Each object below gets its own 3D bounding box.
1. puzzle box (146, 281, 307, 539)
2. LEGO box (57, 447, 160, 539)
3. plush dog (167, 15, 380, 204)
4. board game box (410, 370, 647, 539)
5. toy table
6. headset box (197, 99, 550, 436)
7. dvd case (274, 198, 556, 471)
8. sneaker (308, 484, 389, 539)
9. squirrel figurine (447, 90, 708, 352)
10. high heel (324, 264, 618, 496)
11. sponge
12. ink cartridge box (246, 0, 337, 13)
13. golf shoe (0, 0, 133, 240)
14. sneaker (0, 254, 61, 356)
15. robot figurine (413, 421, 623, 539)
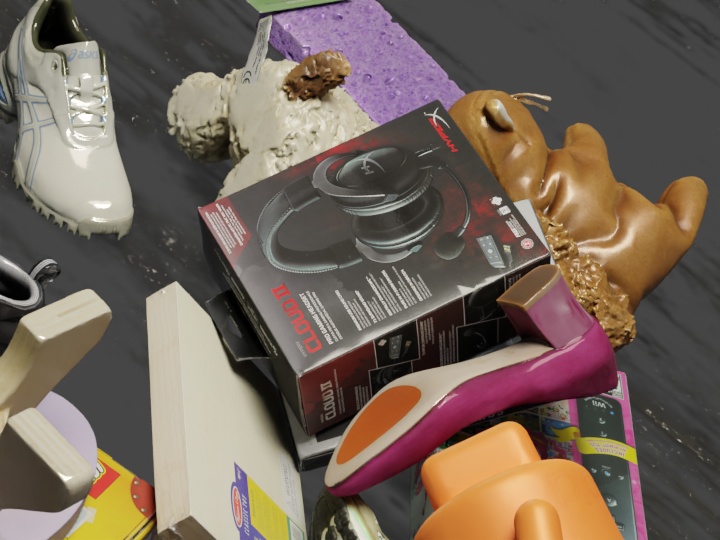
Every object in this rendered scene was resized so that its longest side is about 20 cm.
[{"bbox_3d":[-0.079,0.115,1.190,0.133,0.025,0.201,51,19,-36],"label":"puzzle box"},{"bbox_3d":[-0.221,0.162,1.087,0.148,0.077,0.200,34,39,10],"label":"LEGO box"},{"bbox_3d":[-0.023,-0.078,1.433,0.171,0.160,0.201,26,31,-45],"label":"plush dog"},{"bbox_3d":[0.108,0.138,1.303,0.147,0.064,0.201,15,40,-11],"label":"board game box"},{"bbox_3d":[-0.213,0.083,1.026,0.183,0.118,0.200,35,40,12],"label":"toy table"},{"bbox_3d":[0.000,0.000,1.264,0.199,0.077,0.149,-24,56,-13],"label":"headset box"},{"bbox_3d":[0.039,0.040,1.294,0.199,0.025,0.151,-15,55,-5],"label":"dvd case"},{"bbox_3d":[0.040,0.208,1.182,0.088,0.077,0.201,-14,60,-39],"label":"sneaker"},{"bbox_3d":[0.124,-0.035,1.408,0.187,0.141,0.201,44,44,-19],"label":"squirrel figurine"},{"bbox_3d":[0.073,0.092,1.200,0.200,0.096,0.067,-38,23,-10],"label":"high heel"},{"bbox_3d":[0.015,-0.155,1.612,0.111,0.030,0.200,-16,54,-40],"label":"sponge"},{"bbox_3d":[-0.097,-0.294,1.662,0.103,0.060,0.200,-14,44,-39],"label":"ink cartridge box"},{"bbox_3d":[-0.206,-0.112,1.392,0.078,0.098,0.201,-4,48,-34],"label":"golf shoe"},{"bbox_3d":[-0.267,0.040,1.171,0.199,0.114,0.076,-16,53,-39],"label":"sneaker"},{"bbox_3d":[0.101,0.186,1.100,0.116,0.144,0.201,-5,58,-37],"label":"robot figurine"}]
